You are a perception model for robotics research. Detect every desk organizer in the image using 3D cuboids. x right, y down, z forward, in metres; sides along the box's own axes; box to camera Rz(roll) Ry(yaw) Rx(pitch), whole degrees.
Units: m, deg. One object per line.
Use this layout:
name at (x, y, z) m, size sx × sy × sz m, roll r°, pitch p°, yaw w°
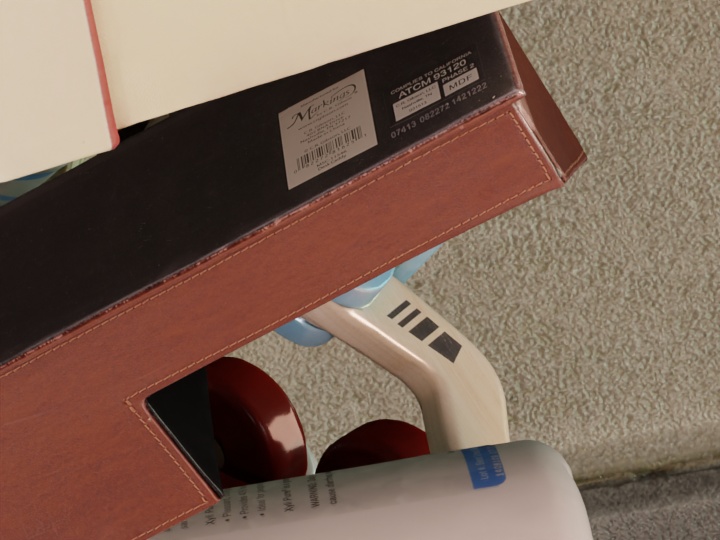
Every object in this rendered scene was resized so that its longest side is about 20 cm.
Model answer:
desk organizer at (-0.034, 0.005, 0.723) m, size 0.077 × 0.200 × 0.072 m, roll 54°, pitch 14°, yaw -35°

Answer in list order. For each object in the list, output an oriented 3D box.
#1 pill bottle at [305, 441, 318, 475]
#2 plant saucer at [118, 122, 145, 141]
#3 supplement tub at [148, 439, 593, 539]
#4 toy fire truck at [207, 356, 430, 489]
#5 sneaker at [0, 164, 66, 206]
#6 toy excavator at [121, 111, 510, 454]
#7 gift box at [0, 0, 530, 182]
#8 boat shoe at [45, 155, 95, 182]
pill bottle at (-0.071, 0.125, 1.215) m, size 0.200 × 0.112 × 0.113 m, roll 107°, pitch -25°, yaw -68°
plant saucer at (-0.125, -0.088, 1.305) m, size 0.200 × 0.037 × 0.201 m, roll -161°, pitch -90°, yaw -76°
supplement tub at (-0.024, 0.131, 0.831) m, size 0.132 × 0.199 × 0.133 m, roll 171°, pitch -90°, yaw -89°
toy fire truck at (-0.044, 0.141, 1.033) m, size 0.200 × 0.112 × 0.169 m, roll 20°, pitch -57°, yaw 35°
sneaker at (-0.110, -0.095, 0.840) m, size 0.072 × 0.072 × 0.200 m, roll 54°, pitch 31°, yaw -33°
toy excavator at (0.000, 0.000, 0.960) m, size 0.100 × 0.200 × 0.195 m, roll -49°, pitch -170°, yaw 44°
gift box at (-0.074, -0.138, 0.685) m, size 0.200 × 0.186 × 0.185 m, roll 35°, pitch -40°, yaw 60°
boat shoe at (-0.118, -0.021, 0.867) m, size 0.065 × 0.072 × 0.200 m, roll 96°, pitch -11°, yaw -48°
